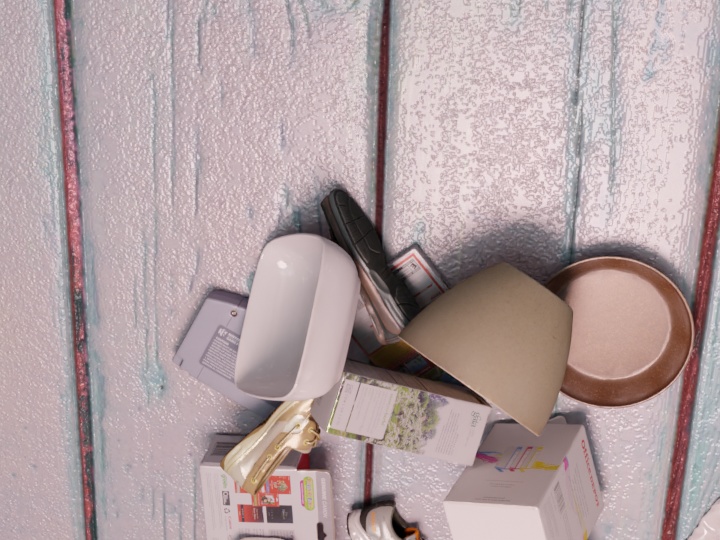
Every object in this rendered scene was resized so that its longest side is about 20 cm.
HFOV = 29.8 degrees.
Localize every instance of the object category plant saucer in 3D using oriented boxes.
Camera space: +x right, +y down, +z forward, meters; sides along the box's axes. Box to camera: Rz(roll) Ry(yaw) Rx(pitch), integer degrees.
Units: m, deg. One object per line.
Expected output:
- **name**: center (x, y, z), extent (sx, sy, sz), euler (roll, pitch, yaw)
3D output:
- **plant saucer**: center (0.301, 0.070, 1.639), extent (0.200, 0.037, 0.201), euler (4, 112, 10)

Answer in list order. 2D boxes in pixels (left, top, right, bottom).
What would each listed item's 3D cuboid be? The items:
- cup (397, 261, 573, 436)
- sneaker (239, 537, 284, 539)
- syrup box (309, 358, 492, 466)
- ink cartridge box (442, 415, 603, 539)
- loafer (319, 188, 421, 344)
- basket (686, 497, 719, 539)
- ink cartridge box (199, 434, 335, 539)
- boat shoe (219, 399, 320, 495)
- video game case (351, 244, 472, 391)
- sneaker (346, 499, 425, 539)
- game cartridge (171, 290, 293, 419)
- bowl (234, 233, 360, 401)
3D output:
- **cup**: center (0.164, 0.076, 1.565), extent (0.200, 0.200, 0.143), euler (35, 90, -4)
- **sneaker**: center (-0.086, 0.416, 1.748), extent (0.200, 0.073, 0.114), euler (26, 111, -3)
- **syrup box**: center (0.050, 0.170, 1.642), extent (0.200, 0.081, 0.079), euler (15, 98, -19)
- **ink cartridge box**: center (0.208, 0.281, 1.663), extent (0.125, 0.200, 0.129), euler (-2, 115, 30)
- **loafer**: center (0.000, 0.000, 1.639), extent (0.063, 0.072, 0.200), euler (-31, 89, 28)
- **basket**: center (0.484, 0.402, 1.653), extent (0.161, 0.198, 0.200), euler (27, 114, -5)
- **ink cartridge box**: center (-0.113, 0.328, 1.798), extent (0.175, 0.084, 0.201), euler (2, 113, 9)
- **boat shoe**: center (-0.084, 0.202, 1.694), extent (0.200, 0.074, 0.066), euler (-43, 79, 13)
- **video game case**: center (0.075, 0.083, 1.698), extent (0.143, 0.017, 0.200), euler (-35, 101, 21)
- **sneaker**: center (0.062, 0.392, 1.798), extent (0.079, 0.074, 0.200), euler (-30, 103, 15)
- **game cartridge**: center (-0.129, 0.115, 1.742), extent (0.200, 0.040, 0.133), euler (31, 118, -3)
- **bowl**: center (-0.070, 0.060, 1.617), extent (0.074, 0.200, 0.201), euler (14, 83, -27)
